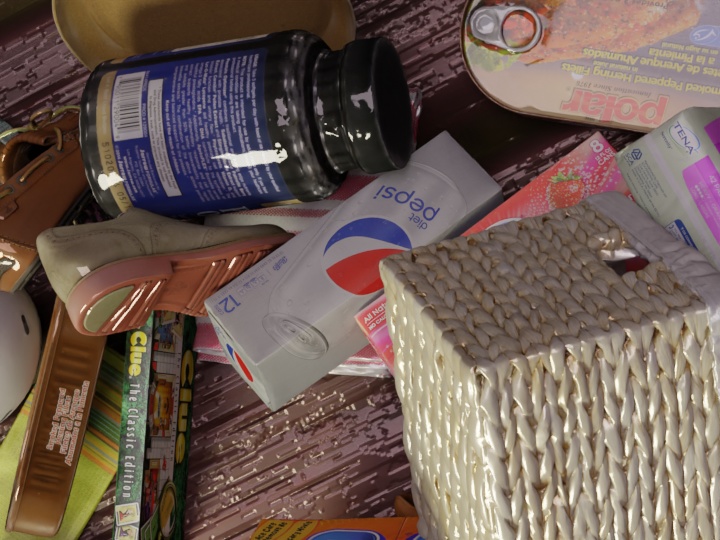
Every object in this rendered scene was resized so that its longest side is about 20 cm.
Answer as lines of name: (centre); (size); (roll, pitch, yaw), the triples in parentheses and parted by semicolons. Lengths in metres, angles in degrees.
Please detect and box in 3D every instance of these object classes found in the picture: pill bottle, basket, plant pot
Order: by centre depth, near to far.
basket: (0.118, 0.084, 1.170); (0.160, 0.198, 0.201); (-12, 112, -11)
pill bottle: (-0.072, -0.095, 1.345); (0.199, 0.112, 0.113); (-7, 84, 18)
plant pot: (-0.101, -0.172, 1.358); (0.199, 0.200, 0.028); (-4, 57, 13)

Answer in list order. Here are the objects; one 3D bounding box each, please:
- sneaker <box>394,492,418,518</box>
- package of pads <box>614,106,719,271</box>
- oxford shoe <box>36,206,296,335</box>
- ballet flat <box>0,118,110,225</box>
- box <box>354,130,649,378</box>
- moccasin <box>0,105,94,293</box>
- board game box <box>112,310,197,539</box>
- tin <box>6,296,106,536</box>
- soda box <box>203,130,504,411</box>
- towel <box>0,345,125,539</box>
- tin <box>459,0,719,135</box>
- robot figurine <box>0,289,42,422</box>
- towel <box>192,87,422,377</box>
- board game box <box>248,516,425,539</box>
sneaker: (0.111, 0.135, 1.351); (0.199, 0.073, 0.085); (-26, 82, 11)
package of pads: (0.248, -0.021, 1.267); (0.068, 0.200, 0.155); (-34, 79, 27)
oxford shoe: (-0.117, -0.015, 1.321); (0.074, 0.199, 0.071); (52, 123, 22)
ballet flat: (-0.254, -0.061, 1.457); (0.200, 0.071, 0.069); (37, 99, 14)
box: (0.110, 0.021, 1.327); (0.200, 0.095, 0.103); (-36, 61, -1)
moccasin: (-0.214, -0.068, 1.398); (0.078, 0.202, 0.074); (38, 139, -7)
board game box: (-0.137, 0.093, 1.399); (0.023, 0.105, 0.201); (3, 86, 10)
tin: (-0.197, 0.080, 1.378); (0.042, 0.112, 0.201); (12, 105, -13)
soda box: (0.000, 0.000, 1.343); (0.200, 0.068, 0.063); (-35, 60, -12)
towel: (-0.220, 0.144, 1.459); (0.086, 0.018, 0.201); (30, 93, 15)
tin: (0.165, -0.148, 1.383); (0.199, 0.042, 0.113); (11, 84, 14)
robot figurine: (-0.318, 0.039, 1.434); (0.199, 0.151, 0.125); (20, 62, 16)
towel: (-0.036, -0.031, 1.427); (0.145, 0.030, 0.201); (4, 83, 13)
board game box: (0.019, 0.281, 1.267); (0.198, 0.200, 0.201); (-2, 106, 14)
